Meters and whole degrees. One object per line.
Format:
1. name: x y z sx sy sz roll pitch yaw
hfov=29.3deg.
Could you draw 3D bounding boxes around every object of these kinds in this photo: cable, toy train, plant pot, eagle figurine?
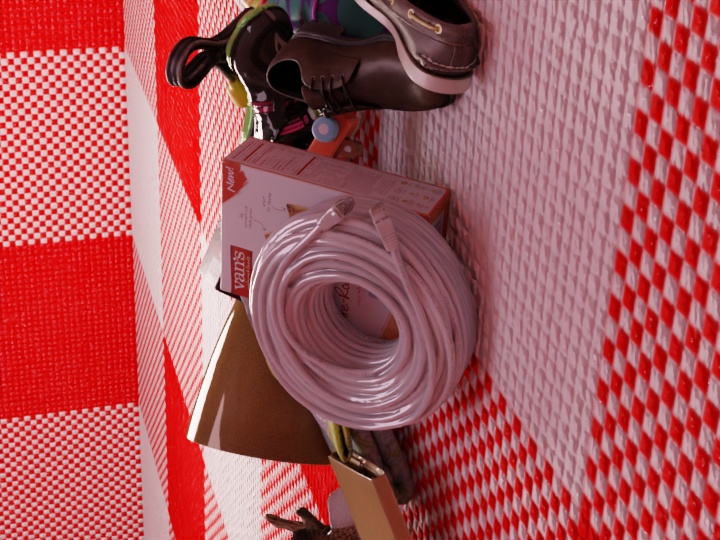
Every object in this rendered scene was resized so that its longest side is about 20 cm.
1. cable: -0.124 -0.208 1.320 0.200 0.050 0.098 -21 -47 -78
2. toy train: -0.021 -0.093 1.307 0.151 0.055 0.200 -58 -5 9
3. plant pot: -0.092 0.100 1.545 0.186 0.184 0.203 -171 89 -74
4. cable: 0.000 0.036 1.149 0.199 0.069 0.201 -23 105 37
5. eagle figurine: -0.038 0.336 1.430 0.201 0.150 0.152 -70 -42 -62

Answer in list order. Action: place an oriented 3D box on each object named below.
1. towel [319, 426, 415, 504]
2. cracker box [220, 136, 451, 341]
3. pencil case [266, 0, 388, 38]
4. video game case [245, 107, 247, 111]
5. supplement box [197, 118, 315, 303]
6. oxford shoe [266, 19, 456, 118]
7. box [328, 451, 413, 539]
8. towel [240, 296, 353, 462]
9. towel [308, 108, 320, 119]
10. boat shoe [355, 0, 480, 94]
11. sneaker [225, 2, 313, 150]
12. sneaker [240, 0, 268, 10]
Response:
1. towel: -0.020 0.130 1.394 0.202 0.048 0.171 66 169 -13
2. cracker box: -0.026 -0.025 1.206 0.058 0.197 0.136 -47 -32 -52
3. pencil case: -0.031 -0.248 1.331 0.200 0.084 0.094 -149 70 -71
4. video game case: -0.107 -0.175 1.614 0.200 0.035 0.184 -79 -16 -86
5. supplement box: -0.100 -0.071 1.461 0.202 0.060 0.109 -67 20 3
6. oxford shoe: -0.002 -0.157 1.172 0.198 0.084 0.073 14 139 44
7. box: 0.032 0.273 1.299 0.203 0.021 0.163 69 166 -6
8. towel: -0.066 0.090 1.350 0.200 0.023 0.145 42 155 58
9. towel: -0.044 -0.129 1.536 0.153 0.023 0.203 -126 36 -60
10. boat shoe: 0.042 -0.223 1.109 0.201 0.071 0.060 -116 31 -43
11. sneaker: -0.075 -0.165 1.315 0.084 0.076 0.202 36 147 36
12. sneaker: -0.088 -0.273 1.487 0.078 0.089 0.202 -50 45 39
